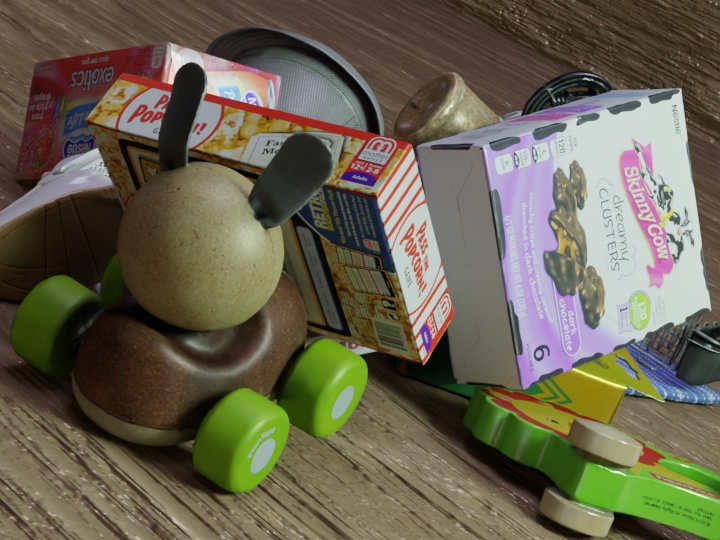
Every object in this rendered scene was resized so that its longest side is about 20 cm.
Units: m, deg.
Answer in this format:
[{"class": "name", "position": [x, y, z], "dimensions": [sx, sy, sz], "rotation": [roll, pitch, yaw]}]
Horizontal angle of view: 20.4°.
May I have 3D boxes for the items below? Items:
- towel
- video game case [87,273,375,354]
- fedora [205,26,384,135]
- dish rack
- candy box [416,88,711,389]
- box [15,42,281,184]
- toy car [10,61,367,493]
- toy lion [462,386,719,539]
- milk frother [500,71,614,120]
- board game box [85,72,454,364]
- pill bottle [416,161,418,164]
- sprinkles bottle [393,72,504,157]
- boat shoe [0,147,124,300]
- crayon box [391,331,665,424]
[{"class": "towel", "position": [0.201, 0.067, 1.693], "dimensions": [0.200, 0.024, 0.145], "rotation": [10, 19, -44]}, {"class": "video game case", "position": [-0.080, 0.012, 1.305], "dimensions": [0.182, 0.023, 0.200], "rotation": [-11, 29, -25]}, {"class": "fedora", "position": [-0.079, -0.120, 1.756], "dimensions": [0.200, 0.177, 0.090], "rotation": [9, 39, 32]}, {"class": "dish rack", "position": [0.245, 0.035, 1.746], "dimensions": [0.200, 0.055, 0.153], "rotation": [32, 14, 24]}, {"class": "candy box", "position": [0.145, -0.027, 1.389], "dimensions": [0.200, 0.168, 0.072], "rotation": [-19, 14, -38]}, {"class": "box", "position": [-0.158, -0.104, 1.467], "dimensions": [0.103, 0.095, 0.200], "rotation": [13, -7, -37]}, {"class": "toy car", "position": [-0.079, -0.011, 1.106], "dimensions": [0.164, 0.200, 0.158], "rotation": [30, 32, 22]}, {"class": "toy lion", "position": [0.172, 0.131, 1.336], "dimensions": [0.200, 0.069, 0.192], "rotation": [19, 6, -15]}, {"class": "milk frother", "position": [0.194, -0.124, 2.047], "dimensions": [0.180, 0.200, 0.188], "rotation": [9, 18, -32]}, {"class": "board game box", "position": [-0.053, -0.030, 1.192], "dimensions": [0.200, 0.046, 0.152], "rotation": [16, -35, 26]}, {"class": "pill bottle", "position": [0.091, -0.037, 1.645], "dimensions": [0.114, 0.114, 0.200], "rotation": [16, 0, -28]}, {"class": "sprinkles bottle", "position": [0.115, -0.061, 1.502], "dimensions": [0.200, 0.068, 0.068], "rotation": [42, 6, -22]}, {"class": "boat shoe", "position": [-0.178, -0.041, 1.296], "dimensions": [0.200, 0.071, 0.069], "rotation": [-27, 40, -38]}, {"class": "crayon box", "position": [0.118, 0.066, 1.500], "dimensions": [0.200, 0.051, 0.127], "rotation": [20, 14, -11]}]
